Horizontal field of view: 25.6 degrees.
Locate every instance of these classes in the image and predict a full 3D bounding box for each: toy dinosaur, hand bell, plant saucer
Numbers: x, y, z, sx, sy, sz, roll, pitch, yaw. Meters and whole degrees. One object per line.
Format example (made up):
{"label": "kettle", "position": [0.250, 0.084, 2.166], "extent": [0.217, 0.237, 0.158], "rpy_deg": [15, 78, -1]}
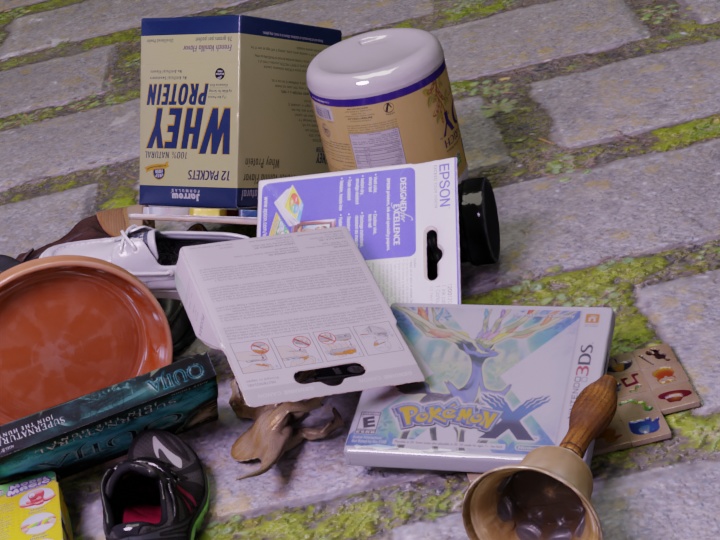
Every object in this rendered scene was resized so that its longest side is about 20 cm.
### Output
{"label": "toy dinosaur", "position": [-0.068, 0.138, 1.365], "extent": [0.101, 0.058, 0.200], "rpy_deg": [-30, 20, 1]}
{"label": "hand bell", "position": [0.158, 0.135, 1.194], "extent": [0.104, 0.104, 0.200], "rpy_deg": [0, 28, 26]}
{"label": "plant saucer", "position": [-0.265, 0.076, 1.394], "extent": [0.200, 0.200, 0.032], "rpy_deg": [-20, 31, -12]}

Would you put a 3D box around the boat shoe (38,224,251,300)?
{"label": "boat shoe", "position": [-0.193, -0.010, 1.443], "extent": [0.200, 0.069, 0.072], "rpy_deg": [7, 45, -5]}

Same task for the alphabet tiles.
{"label": "alphabet tiles", "position": [0.176, 0.110, 1.335], "extent": [0.200, 0.008, 0.167], "rpy_deg": [-13, 27, 1]}

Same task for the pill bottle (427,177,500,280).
{"label": "pill bottle", "position": [0.032, -0.038, 1.571], "extent": [0.200, 0.112, 0.112], "rpy_deg": [-7, 28, 15]}

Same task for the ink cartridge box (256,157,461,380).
{"label": "ink cartridge box", "position": [0.000, 0.000, 1.476], "extent": [0.200, 0.043, 0.198], "rpy_deg": [-6, 65, 15]}

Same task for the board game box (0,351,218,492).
{"label": "board game box", "position": [-0.219, 0.134, 1.361], "extent": [0.200, 0.135, 0.028], "rpy_deg": [-20, 71, -11]}

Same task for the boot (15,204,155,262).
{"label": "boot", "position": [-0.305, 0.007, 1.723], "extent": [0.166, 0.072, 0.200], "rpy_deg": [-23, 27, 9]}

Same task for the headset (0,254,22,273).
{"label": "headset", "position": [-0.351, 0.042, 1.601], "extent": [0.200, 0.124, 0.094], "rpy_deg": [-18, 18, 50]}

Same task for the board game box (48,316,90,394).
{"label": "board game box", "position": [-0.329, 0.079, 1.493], "extent": [0.200, 0.135, 0.034], "rpy_deg": [6, 40, 32]}

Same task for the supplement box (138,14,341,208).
{"label": "supplement box", "position": [-0.129, -0.170, 1.736], "extent": [0.134, 0.200, 0.200], "rpy_deg": [4, 5, 32]}

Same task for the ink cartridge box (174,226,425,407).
{"label": "ink cartridge box", "position": [-0.055, 0.048, 1.358], "extent": [0.161, 0.050, 0.200], "rpy_deg": [-8, 46, -21]}

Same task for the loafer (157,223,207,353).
{"label": "loafer", "position": [-0.197, 0.026, 1.601], "extent": [0.073, 0.072, 0.200], "rpy_deg": [-2, 30, 20]}

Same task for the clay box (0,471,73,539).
{"label": "clay box", "position": [-0.285, 0.239, 1.263], "extent": [0.115, 0.048, 0.200], "rpy_deg": [-17, 26, -5]}

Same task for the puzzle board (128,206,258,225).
{"label": "puzzle board", "position": [-0.149, -0.058, 1.672], "extent": [0.151, 0.017, 0.200], "rpy_deg": [3, 1, 4]}

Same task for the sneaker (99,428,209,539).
{"label": "sneaker", "position": [-0.166, 0.179, 1.279], "extent": [0.077, 0.084, 0.200], "rpy_deg": [-13, 25, 0]}

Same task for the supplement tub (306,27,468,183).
{"label": "supplement tub", "position": [0.033, -0.138, 1.664], "extent": [0.145, 0.200, 0.145], "rpy_deg": [-11, 27, 6]}

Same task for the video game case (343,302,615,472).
{"label": "video game case", "position": [0.102, 0.095, 1.325], "extent": [0.200, 0.022, 0.182], "rpy_deg": [1, 41, 17]}
